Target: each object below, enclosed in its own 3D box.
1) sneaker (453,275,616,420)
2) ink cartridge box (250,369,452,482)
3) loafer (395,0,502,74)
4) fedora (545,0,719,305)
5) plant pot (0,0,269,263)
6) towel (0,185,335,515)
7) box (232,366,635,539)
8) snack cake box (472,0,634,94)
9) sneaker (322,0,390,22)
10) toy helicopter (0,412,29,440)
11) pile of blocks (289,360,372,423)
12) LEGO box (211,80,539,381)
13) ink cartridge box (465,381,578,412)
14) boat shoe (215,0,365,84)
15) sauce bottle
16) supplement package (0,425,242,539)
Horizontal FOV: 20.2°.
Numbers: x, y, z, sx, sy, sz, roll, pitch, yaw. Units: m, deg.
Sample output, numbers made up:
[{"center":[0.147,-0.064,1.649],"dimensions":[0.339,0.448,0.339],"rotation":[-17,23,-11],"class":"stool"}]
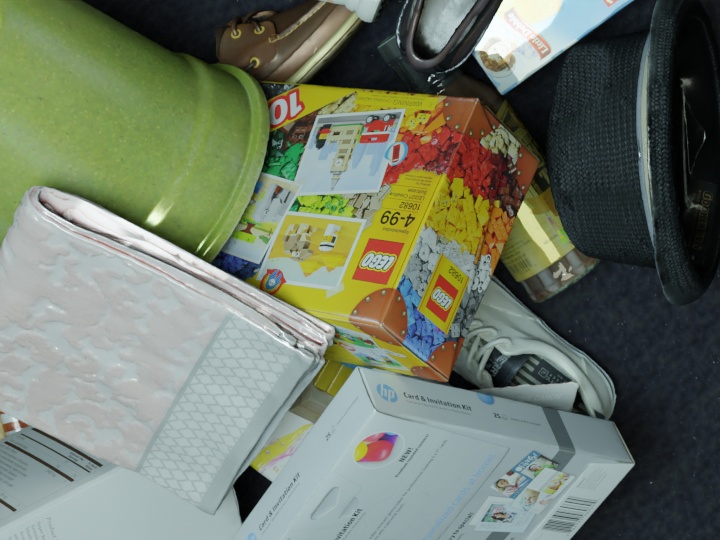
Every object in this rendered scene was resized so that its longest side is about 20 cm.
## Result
[{"center":[0.085,0.045,1.342],"dimensions":[0.200,0.071,0.073],"rotation":[30,102,-1],"class":"sneaker"},{"center":[-0.039,0.080,1.363],"dimensions":[0.200,0.067,0.117],"rotation":[36,103,-2],"class":"ink cartridge box"},{"center":[0.079,-0.209,1.229],"dimensions":[0.072,0.063,0.200],"rotation":[24,103,1],"class":"loafer"},{"center":[0.170,-0.077,1.267],"dimensions":[0.092,0.201,0.201],"rotation":[-2,101,22],"class":"fedora"},{"center":[-0.188,-0.087,1.203],"dimensions":[0.200,0.200,0.184],"rotation":[-44,125,12],"class":"plant pot"},{"center":[-0.135,0.052,1.182],"dimensions":[0.191,0.032,0.200],"rotation":[27,138,-6],"class":"towel"},{"center":[0.045,0.141,1.236],"dimensions":[0.200,0.041,0.156],"rotation":[12,127,-34],"class":"box"},{"center":[0.079,-0.227,1.292],"dimensions":[0.115,0.067,0.200],"rotation":[-36,95,10],"class":"snack cake box"},{"center":[-0.001,-0.255,1.224],"dimensions":[0.080,0.074,0.200],"rotation":[16,103,6],"class":"sneaker"},{"center":[-0.243,0.078,1.392],"dimensions":[0.132,0.079,0.200],"rotation":[44,91,5],"class":"toy helicopter"},{"center":[0.000,0.000,1.270],"dimensions":[0.062,0.082,0.200],"rotation":[28,88,-33],"class":"pile of blocks"},{"center":[-0.014,-0.028,1.206],"dimensions":[0.200,0.077,0.149],"rotation":[8,68,42],"class":"LEGO box"},{"center":[0.043,0.151,1.317],"dimensions":[0.161,0.050,0.200],"rotation":[-3,119,-26],"class":"ink cartridge box"},{"center":[-0.067,-0.137,1.321],"dimensions":[0.200,0.072,0.068],"rotation":[-41,96,14],"class":"boat shoe"},{"center":[0.083,-0.075,1.322],"dimensions":[0.065,0.065,0.200],"rotation":[-34,98,11],"class":"sauce bottle"},{"center":[-0.191,0.174,1.312],"dimensions":[0.200,0.120,0.121],"rotation":[-26,115,-29],"class":"supplement package"}]
